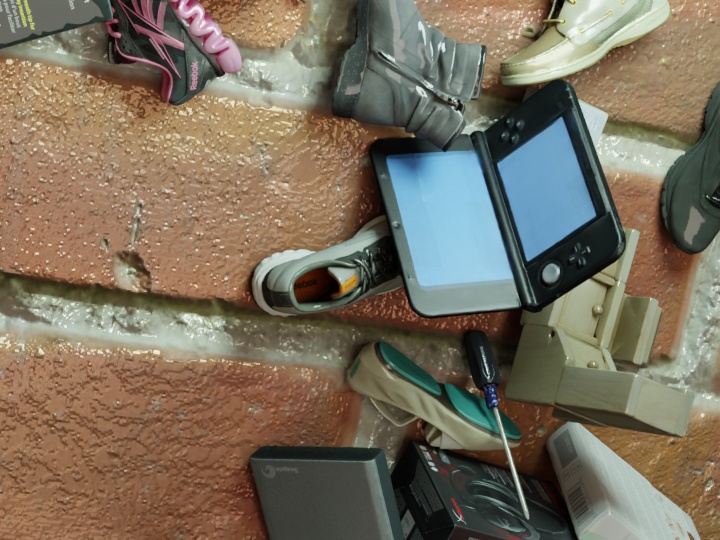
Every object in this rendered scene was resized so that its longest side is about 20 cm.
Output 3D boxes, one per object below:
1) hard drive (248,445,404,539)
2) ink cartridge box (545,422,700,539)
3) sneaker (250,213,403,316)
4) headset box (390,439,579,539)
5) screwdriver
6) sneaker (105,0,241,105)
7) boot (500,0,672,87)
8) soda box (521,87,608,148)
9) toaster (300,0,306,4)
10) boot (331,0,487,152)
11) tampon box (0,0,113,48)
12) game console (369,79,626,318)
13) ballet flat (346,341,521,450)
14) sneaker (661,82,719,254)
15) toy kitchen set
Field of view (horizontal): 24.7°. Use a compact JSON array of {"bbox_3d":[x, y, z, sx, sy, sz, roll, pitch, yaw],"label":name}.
[{"bbox_3d":[-0.022,0.263,1.578,0.033,0.139,0.201,-38,120,-54],"label":"hard drive"},{"bbox_3d":[0.283,0.261,1.684,0.050,0.161,0.200,-41,116,15],"label":"ink cartridge box"},{"bbox_3d":[0.000,0.000,1.557,0.200,0.079,0.074,-20,106,-19],"label":"sneaker"},{"bbox_3d":[0.137,0.259,1.623,0.200,0.149,0.077,19,111,-24],"label":"headset box"},{"bbox_3d":[0.133,0.149,1.607,0.029,0.028,0.201,13,52,-36],"label":"screwdriver"},{"bbox_3d":[-0.195,-0.226,1.436,0.095,0.079,0.200,-41,112,2],"label":"sneaker"},{"bbox_3d":[0.198,-0.276,1.586,0.200,0.072,0.155,-29,111,-20],"label":"boot"},{"bbox_3d":[0.169,-0.075,1.617,0.063,0.068,0.201,19,93,-26],"label":"soda box"},{"bbox_3d":[-0.085,-0.349,1.425,0.200,0.119,0.181,19,94,-25],"label":"toaster"},{"bbox_3d":[0.057,-0.219,1.518,0.131,0.070,0.201,14,107,0],"label":"boot"},{"bbox_3d":[-0.326,-0.254,1.339,0.199,0.126,0.150,-19,108,-19],"label":"tampon box"},{"bbox_3d":[0.124,-0.069,1.518,0.116,0.200,0.176,17,139,-43],"label":"game console"},{"bbox_3d":[0.069,0.137,1.629,0.200,0.069,0.070,33,87,-23],"label":"ballet flat"},{"bbox_3d":[0.376,-0.109,1.686,0.076,0.091,0.201,20,94,-27],"label":"sneaker"},{"bbox_3d":[0.278,0.059,1.609,0.163,0.180,0.201,22,79,-33],"label":"toy kitchen set"}]
